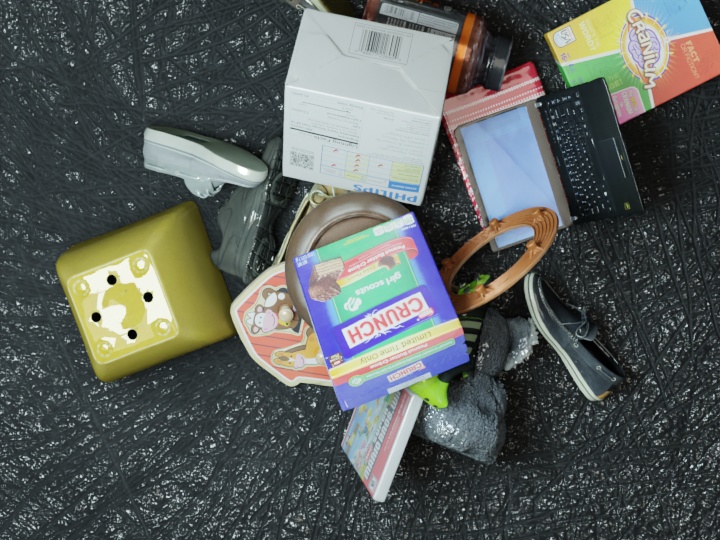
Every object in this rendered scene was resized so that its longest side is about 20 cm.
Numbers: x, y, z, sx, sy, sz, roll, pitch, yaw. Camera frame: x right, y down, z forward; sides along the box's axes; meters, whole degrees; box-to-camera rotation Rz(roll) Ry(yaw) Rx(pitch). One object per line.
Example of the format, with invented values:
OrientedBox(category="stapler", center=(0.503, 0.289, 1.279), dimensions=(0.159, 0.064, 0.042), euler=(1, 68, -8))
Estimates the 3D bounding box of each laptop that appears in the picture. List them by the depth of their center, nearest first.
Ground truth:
OrientedBox(category="laptop", center=(0.243, -0.133, 1.673), dimensions=(0.102, 0.199, 0.180), euler=(-24, 98, -34))

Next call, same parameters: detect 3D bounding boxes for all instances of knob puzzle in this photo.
OrientedBox(category="knob puzzle", center=(-0.076, 0.071, 1.722), dimensions=(0.216, 0.031, 0.223), euler=(-2, 116, -3))

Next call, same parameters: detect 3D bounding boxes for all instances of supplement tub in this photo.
OrientedBox(category="supplement tub", center=(0.096, -0.293, 1.680), dimensions=(0.197, 0.107, 0.109), euler=(16, 96, 2))

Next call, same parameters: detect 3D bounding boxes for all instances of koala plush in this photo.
OrientedBox(category="koala plush", center=(0.141, 0.136, 1.701), dimensions=(0.175, 0.184, 0.202), euler=(22, 84, -1))

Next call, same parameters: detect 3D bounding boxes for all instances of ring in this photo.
OrientedBox(category="ring", center=(0.163, -0.018, 1.630), dimensions=(0.199, 0.201, 0.019), euler=(-37, 109, 6))

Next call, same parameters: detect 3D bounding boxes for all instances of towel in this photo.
OrientedBox(category="towel", center=(0.198, -0.164, 1.732), dimensions=(0.143, 0.022, 0.203), euler=(-20, 96, 3))

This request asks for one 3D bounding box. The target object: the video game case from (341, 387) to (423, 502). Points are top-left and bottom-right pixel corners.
OrientedBox(category="video game case", center=(0.026, 0.200, 1.689), dimensions=(0.017, 0.200, 0.145), euler=(19, 97, -16))

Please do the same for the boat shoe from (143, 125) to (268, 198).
OrientedBox(category="boat shoe", center=(-0.208, -0.136, 1.713), dimensions=(0.199, 0.070, 0.073), euler=(21, 110, 28))

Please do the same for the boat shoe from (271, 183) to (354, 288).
OrientedBox(category="boat shoe", center=(-0.055, -0.059, 1.734), dimensions=(0.073, 0.063, 0.202), euler=(29, 96, 0))

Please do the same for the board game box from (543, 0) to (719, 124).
OrientedBox(category="board game box", center=(0.363, -0.288, 1.701), dimensions=(0.198, 0.040, 0.155), euler=(-27, 94, 5))

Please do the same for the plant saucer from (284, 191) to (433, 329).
OrientedBox(category="plant saucer", center=(0.000, 0.000, 1.677), dimensions=(0.197, 0.032, 0.204), euler=(-1, 96, -5))

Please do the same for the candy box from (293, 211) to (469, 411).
OrientedBox(category="candy box", center=(0.023, 0.047, 1.568), dimensions=(0.167, 0.077, 0.202), euler=(-21, 50, 0))

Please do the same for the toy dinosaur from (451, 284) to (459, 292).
OrientedBox(category="toy dinosaur", center=(0.042, 0.013, 1.751), dimensions=(0.197, 0.058, 0.102), euler=(-13, 110, 8))

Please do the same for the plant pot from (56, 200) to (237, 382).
OrientedBox(category="plant pot", center=(-0.288, 0.036, 1.687), dimensions=(0.193, 0.200, 0.197), euler=(-20, 94, 4))

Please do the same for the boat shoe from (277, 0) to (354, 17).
OrientedBox(category="boat shoe", center=(-0.091, -0.385, 1.706), dimensions=(0.066, 0.072, 0.201), euler=(-34, 107, 34))

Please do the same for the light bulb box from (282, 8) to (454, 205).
OrientedBox(category="light bulb box", center=(0.006, -0.203, 1.635), dimensions=(0.195, 0.201, 0.126), euler=(12, 62, 1))

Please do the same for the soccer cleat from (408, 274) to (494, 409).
OrientedBox(category="soccer cleat", center=(0.122, 0.088, 1.626), dimensions=(0.081, 0.067, 0.201), euler=(47, 55, -14))

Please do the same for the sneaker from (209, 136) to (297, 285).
OrientedBox(category="sneaker", center=(-0.149, -0.087, 1.732), dimensions=(0.090, 0.076, 0.203), euler=(16, 83, 28))

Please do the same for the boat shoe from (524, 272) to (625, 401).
OrientedBox(category="boat shoe", center=(0.286, 0.082, 1.721), dimensions=(0.062, 0.075, 0.201), euler=(-30, 100, 29))
